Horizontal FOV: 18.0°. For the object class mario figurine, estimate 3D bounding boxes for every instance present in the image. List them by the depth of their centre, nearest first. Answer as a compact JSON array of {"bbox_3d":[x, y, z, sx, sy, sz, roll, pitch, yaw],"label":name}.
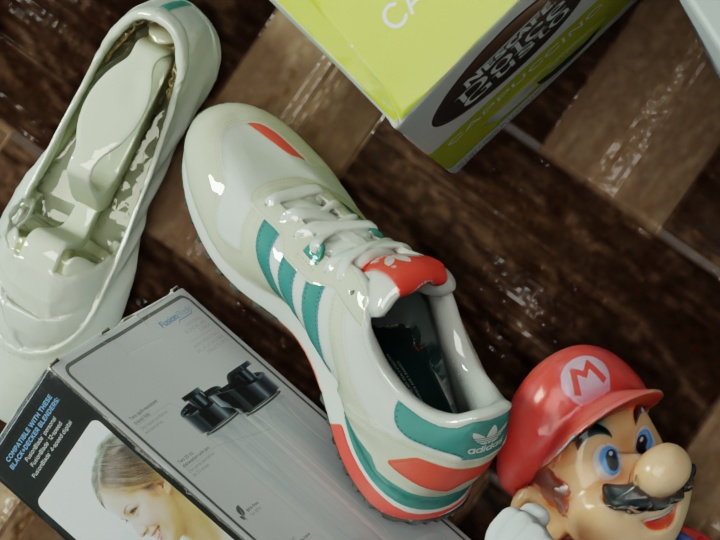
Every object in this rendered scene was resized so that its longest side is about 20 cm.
[{"bbox_3d":[0.123,0.123,0.907,0.106,0.123,0.201,-25,88,19],"label":"mario figurine"}]

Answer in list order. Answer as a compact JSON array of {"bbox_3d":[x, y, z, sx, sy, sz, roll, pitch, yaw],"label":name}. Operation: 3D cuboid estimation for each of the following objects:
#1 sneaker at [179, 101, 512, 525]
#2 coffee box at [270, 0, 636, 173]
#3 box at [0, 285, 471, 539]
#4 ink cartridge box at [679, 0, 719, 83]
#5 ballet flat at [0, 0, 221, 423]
[{"bbox_3d":[0.000,0.001,0.925,0.070,0.093,0.200,-21,72,-32],"label":"sneaker"},{"bbox_3d":[0.029,-0.182,0.893,0.200,0.198,0.200,-44,82,4],"label":"coffee box"},{"bbox_3d":[-0.041,0.105,0.927,0.200,0.117,0.060,40,117,7],"label":"box"},{"bbox_3d":[0.227,-0.094,0.801,0.200,0.145,0.146,-33,51,9],"label":"ink cartridge box"},{"bbox_3d":[-0.121,-0.028,0.975,0.069,0.069,0.201,25,91,9],"label":"ballet flat"}]
